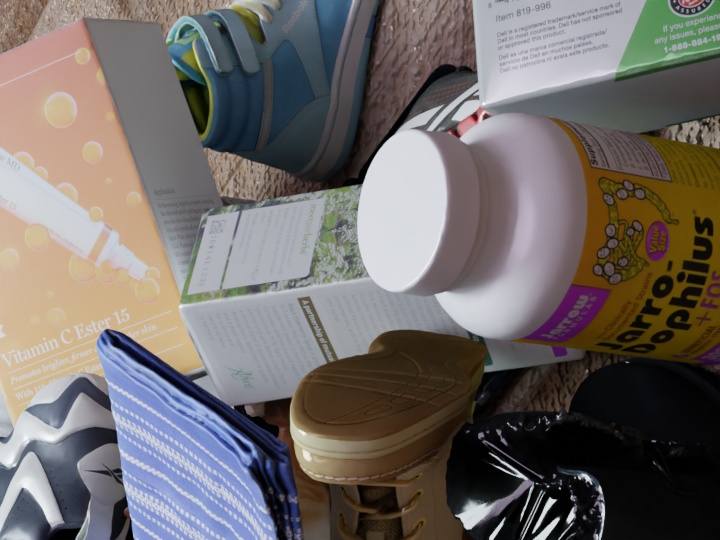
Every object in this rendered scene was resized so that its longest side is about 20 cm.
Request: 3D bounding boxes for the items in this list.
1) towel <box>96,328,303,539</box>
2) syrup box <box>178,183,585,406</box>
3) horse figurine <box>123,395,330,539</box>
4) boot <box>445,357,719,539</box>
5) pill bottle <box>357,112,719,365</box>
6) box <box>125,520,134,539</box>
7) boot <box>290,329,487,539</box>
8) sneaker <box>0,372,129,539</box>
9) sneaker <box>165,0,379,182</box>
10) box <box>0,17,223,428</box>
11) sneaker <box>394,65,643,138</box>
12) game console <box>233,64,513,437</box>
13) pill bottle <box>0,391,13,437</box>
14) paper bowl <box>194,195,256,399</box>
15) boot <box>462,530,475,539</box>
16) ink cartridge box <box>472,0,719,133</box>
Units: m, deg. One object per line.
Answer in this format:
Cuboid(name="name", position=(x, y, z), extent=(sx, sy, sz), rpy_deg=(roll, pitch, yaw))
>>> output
Cuboid(name="towel", position=(-0.073, 0.136, 1.114), extent=(0.145, 0.024, 0.200), rpy_deg=(31, 137, 43))
Cuboid(name="syrup box", position=(0.015, 0.006, 1.216), extent=(0.200, 0.081, 0.079), rpy_deg=(-8, 41, 17))
Cuboid(name="horse figurine", position=(-0.033, 0.160, 1.228), extent=(0.050, 0.133, 0.200), rpy_deg=(-41, 78, 43))
Cuboid(name="boot", position=(0.108, 0.086, 1.081), extent=(0.200, 0.168, 0.076), rpy_deg=(33, 111, 56))
Cuboid(name="pill bottle", position=(0.101, -0.015, 1.082), extent=(0.104, 0.200, 0.104), rpy_deg=(-18, 69, 56))
Cuboid(name="box", position=(-0.098, 0.200, 1.365), extent=(0.200, 0.104, 0.182), rpy_deg=(8, 131, 59))
Cuboid(name="boot", position=(0.009, 0.117, 1.098), extent=(0.200, 0.073, 0.156), rpy_deg=(-34, -48, -75))
Cuboid(name="sneaker", position=(-0.185, 0.156, 1.251), extent=(0.199, 0.079, 0.130), rpy_deg=(-35, 38, 32))
Cuboid(name="sneaker", position=(-0.061, -0.161, 1.439), extent=(0.080, 0.131, 0.200), rpy_deg=(-3, 81, 59))
Cuboid(name="box", position=(-0.150, -0.025, 1.304), extent=(0.124, 0.097, 0.200), rpy_deg=(-21, 86, 20))
Cuboid(name="sneaker", position=(0.080, -0.079, 1.247), extent=(0.200, 0.071, 0.098), rpy_deg=(-33, 31, 34))
Cuboid(name="game console", position=(0.000, 0.000, 1.329), extent=(0.118, 0.171, 0.200), rpy_deg=(91, 162, -49))
Cuboid(name="pill bottle", position=(-0.195, 0.021, 1.438), extent=(0.114, 0.114, 0.200), rpy_deg=(32, 110, 56))
Cuboid(name="paper bowl", position=(-0.099, 0.052, 1.483), extent=(0.201, 0.104, 0.201), rpy_deg=(-19, 67, 57))
Cuboid(name="boot", position=(0.069, 0.202, 1.215), extent=(0.200, 0.074, 0.155), rpy_deg=(141, 130, -63))
Cuboid(name="ink cartridge box", position=(0.131, -0.174, 1.130), extent=(0.147, 0.083, 0.200), rpy_deg=(-11, 72, 26))
